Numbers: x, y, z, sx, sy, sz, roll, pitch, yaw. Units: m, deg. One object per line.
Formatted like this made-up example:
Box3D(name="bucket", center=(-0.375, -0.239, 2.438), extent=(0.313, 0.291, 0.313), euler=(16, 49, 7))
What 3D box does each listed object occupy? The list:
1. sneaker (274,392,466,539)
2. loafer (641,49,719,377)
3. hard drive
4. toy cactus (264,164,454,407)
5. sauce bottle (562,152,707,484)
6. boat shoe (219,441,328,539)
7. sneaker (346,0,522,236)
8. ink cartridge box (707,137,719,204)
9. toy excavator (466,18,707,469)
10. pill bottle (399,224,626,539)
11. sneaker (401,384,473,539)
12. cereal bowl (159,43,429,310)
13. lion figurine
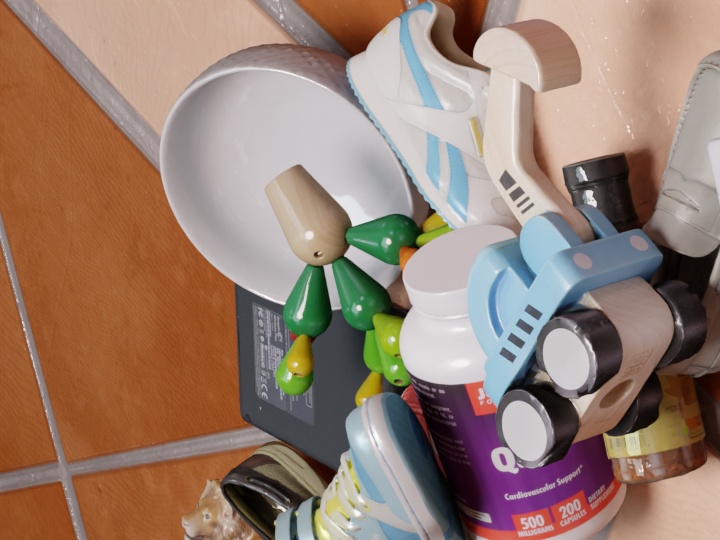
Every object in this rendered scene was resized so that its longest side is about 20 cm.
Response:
Box3D(name="sneaker", center=(-0.009, 0.155, 1.569), extent=(0.200, 0.130, 0.080), euler=(65, -170, -53))
Box3D(name="loafer", center=(0.202, -0.029, 1.454), extent=(0.070, 0.069, 0.202), euler=(26, 123, 48))
Box3D(name="hard drive", center=(-0.025, 0.077, 1.855), extent=(0.199, 0.033, 0.141), euler=(24, 121, 50))
Box3D(name="toy cactus", center=(0.000, 0.000, 1.676), extent=(0.166, 0.102, 0.200), euler=(56, 134, 6))
Box3D(name="sauce bottle", center=(0.166, 0.029, 1.533), extent=(0.066, 0.066, 0.202), euler=(-5, 98, 56))
Box3D(name="boat shoe", center=(-0.027, 0.213, 1.862), extent=(0.200, 0.065, 0.074), euler=(40, 139, 27))
Box3D(name="sneaker", center=(0.075, -0.084, 1.612), extent=(0.081, 0.076, 0.200), euler=(-42, 77, 23))
Box3D(name="ink cartridge box", center=(0.281, 0.009, 1.323), extent=(0.199, 0.043, 0.198), euler=(-10, 91, 55))
Box3D(name="toy excavator", center=(0.108, -0.017, 1.441), extent=(0.200, 0.099, 0.195), euler=(51, 136, 25))
Box3D(name="pill bottle", center=(0.093, 0.076, 1.568), extent=(0.112, 0.112, 0.201), euler=(20, 138, 51))
Box3D(name="sneaker", center=(0.065, 0.177, 1.714), extent=(0.116, 0.078, 0.202), euler=(97, 170, -82))
Box3D(name="cereal bowl", center=(-0.038, -0.075, 1.738), extent=(0.199, 0.083, 0.201), euler=(13, 128, 17))
Box3D(name="lion figurine", center=(-0.063, 0.256, 1.960), extent=(0.199, 0.072, 0.123), euler=(29, 113, 30))
